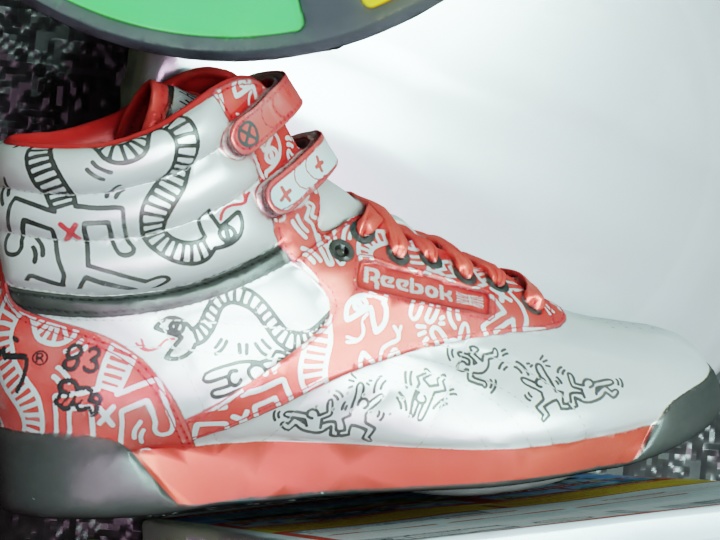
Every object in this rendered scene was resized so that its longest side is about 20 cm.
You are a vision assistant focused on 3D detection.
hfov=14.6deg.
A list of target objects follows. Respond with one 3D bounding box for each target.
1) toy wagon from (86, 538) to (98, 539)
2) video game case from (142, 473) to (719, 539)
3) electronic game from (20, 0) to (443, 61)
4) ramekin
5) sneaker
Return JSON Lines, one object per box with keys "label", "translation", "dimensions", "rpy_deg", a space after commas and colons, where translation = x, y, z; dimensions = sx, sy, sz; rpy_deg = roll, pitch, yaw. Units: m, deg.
{"label": "toy wagon", "translation": [-0.104, 0.154, 0.819], "dimensions": [0.200, 0.040, 0.155], "rpy_deg": [39, 81, -17]}
{"label": "video game case", "translation": [0.033, 0.072, 0.775], "dimensions": [0.143, 0.200, 0.017], "rpy_deg": [-5, 89, -19]}
{"label": "electronic game", "translation": [-0.032, -0.150, 0.678], "dimensions": [0.200, 0.042, 0.200], "rpy_deg": [1, 101, 7]}
{"label": "ramekin", "translation": [0.020, -0.039, 0.820], "dimensions": [0.202, 0.094, 0.203], "rpy_deg": [-1, 94, -20]}
{"label": "sneaker", "translation": [0.000, 0.000, 0.730], "dimensions": [0.201, 0.067, 0.108], "rpy_deg": [-5, 99, -15]}
